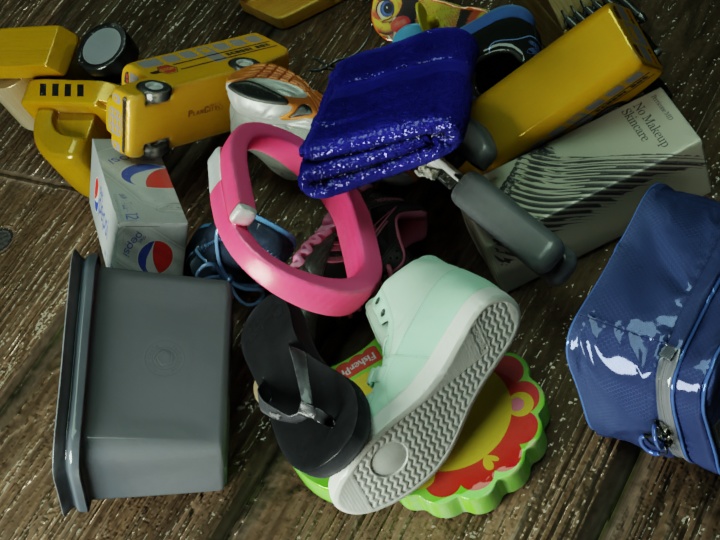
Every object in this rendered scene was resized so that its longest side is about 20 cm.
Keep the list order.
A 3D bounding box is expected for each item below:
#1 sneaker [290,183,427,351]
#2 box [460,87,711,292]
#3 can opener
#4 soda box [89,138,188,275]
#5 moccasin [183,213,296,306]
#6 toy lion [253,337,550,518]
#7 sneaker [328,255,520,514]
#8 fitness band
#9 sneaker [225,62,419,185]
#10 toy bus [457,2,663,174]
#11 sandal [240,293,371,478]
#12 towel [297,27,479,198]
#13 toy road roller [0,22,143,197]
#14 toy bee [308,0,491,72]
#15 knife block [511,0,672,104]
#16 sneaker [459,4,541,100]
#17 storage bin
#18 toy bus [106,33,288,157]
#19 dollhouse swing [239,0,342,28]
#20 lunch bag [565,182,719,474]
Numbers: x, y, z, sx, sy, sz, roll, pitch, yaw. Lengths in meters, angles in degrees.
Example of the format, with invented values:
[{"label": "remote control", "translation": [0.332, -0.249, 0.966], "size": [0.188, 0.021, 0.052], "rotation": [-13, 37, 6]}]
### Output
[{"label": "sneaker", "translation": [0.000, 0.000, 1.315], "size": [0.094, 0.079, 0.201], "rotation": [16, 48, 15]}, {"label": "box", "translation": [0.186, -0.067, 1.301], "size": [0.199, 0.069, 0.082], "rotation": [-28, 47, -1]}, {"label": "can opener", "translation": [0.104, -0.064, 1.243], "size": [0.067, 0.053, 0.200], "rotation": [-47, 50, 8]}, {"label": "soda box", "translation": [-0.204, -0.054, 1.408], "size": [0.063, 0.069, 0.200], "rotation": [0, 25, -17]}, {"label": "moccasin", "translation": [-0.108, -0.003, 1.331], "size": [0.069, 0.080, 0.200], "rotation": [-60, 11, -16]}, {"label": "toy lion", "translation": [0.040, 0.118, 1.214], "size": [0.199, 0.069, 0.192], "rotation": [-29, 53, -4]}, {"label": "sneaker", "translation": [0.028, 0.083, 1.176], "size": [0.201, 0.074, 0.118], "rotation": [-54, 38, 0]}, {"label": "fitness band", "translation": [-0.050, -0.044, 1.234], "size": [0.038, 0.143, 0.201], "rotation": [-52, 30, 28]}, {"label": "sneaker", "translation": [-0.033, -0.115, 1.421], "size": [0.199, 0.093, 0.076], "rotation": [26, 45, 17]}, {"label": "toy bus", "translation": [0.158, -0.141, 1.317], "size": [0.199, 0.078, 0.066], "rotation": [-35, 74, 27]}, {"label": "sandal", "translation": [-0.054, 0.086, 1.169], "size": [0.076, 0.043, 0.200], "rotation": [-53, 37, 10]}, {"label": "towel", "translation": [0.022, -0.139, 1.282], "size": [0.146, 0.050, 0.201], "rotation": [-19, 26, 17]}, {"label": "toy road roller", "translation": [-0.293, -0.155, 1.548], "size": [0.198, 0.123, 0.147], "rotation": [4, 63, 25]}, {"label": "toy bee", "translation": [0.052, -0.239, 1.467], "size": [0.198, 0.110, 0.131], "rotation": [1, 9, -4]}, {"label": "knife block", "translation": [0.215, -0.208, 1.431], "size": [0.064, 0.177, 0.200], "rotation": [-26, 1, -3]}, {"label": "sneaker", "translation": [0.076, -0.163, 1.401], "size": [0.199, 0.070, 0.078], "rotation": [-32, 36, 25]}, {"label": "storage bin", "translation": [-0.172, 0.098, 1.268], "size": [0.133, 0.146, 0.202], "rotation": [2, 58, -3]}, {"label": "toy bus", "translation": [-0.156, -0.168, 1.468], "size": [0.199, 0.066, 0.078], "rotation": [-21, 41, -38]}, {"label": "dollhouse swing", "translation": [-0.058, -0.324, 1.539], "size": [0.180, 0.201, 0.176], "rotation": [-27, 46, -2]}, {"label": "lunch bag", "translation": [0.247, 0.048, 1.128], "size": [0.131, 0.136, 0.201], "rotation": [14, 58, 32]}]
